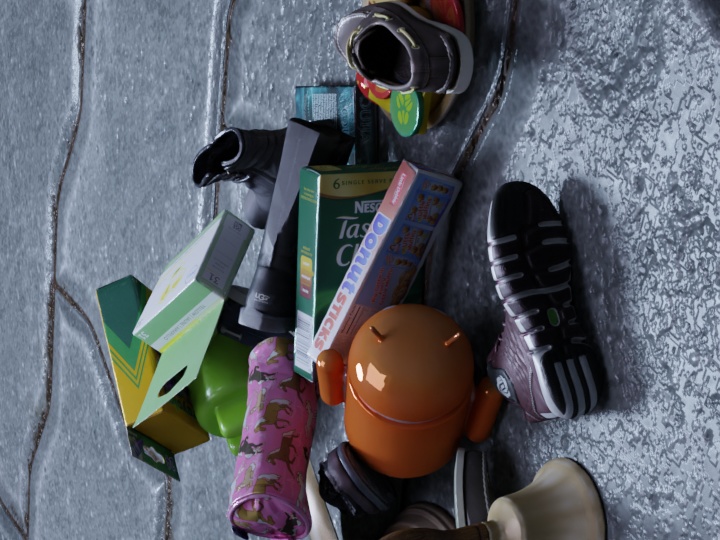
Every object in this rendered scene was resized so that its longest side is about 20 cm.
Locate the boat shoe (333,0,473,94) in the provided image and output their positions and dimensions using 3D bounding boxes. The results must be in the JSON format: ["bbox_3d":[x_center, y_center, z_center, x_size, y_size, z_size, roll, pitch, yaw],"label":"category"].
[{"bbox_3d":[0.024,-0.195,1.474,0.200,0.059,0.073,32,122,56],"label":"boat shoe"}]

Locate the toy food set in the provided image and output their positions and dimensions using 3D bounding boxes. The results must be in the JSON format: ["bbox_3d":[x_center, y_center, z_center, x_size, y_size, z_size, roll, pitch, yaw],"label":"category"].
[{"bbox_3d":[0.044,-0.227,1.544,0.198,0.048,0.202,42,130,52],"label":"toy food set"}]

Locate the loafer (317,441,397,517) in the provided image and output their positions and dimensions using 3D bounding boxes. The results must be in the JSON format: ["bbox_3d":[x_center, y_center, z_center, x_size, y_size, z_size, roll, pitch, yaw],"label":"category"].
[{"bbox_3d":[-0.010,0.210,1.596,0.072,0.063,0.200,58,-177,13],"label":"loafer"}]

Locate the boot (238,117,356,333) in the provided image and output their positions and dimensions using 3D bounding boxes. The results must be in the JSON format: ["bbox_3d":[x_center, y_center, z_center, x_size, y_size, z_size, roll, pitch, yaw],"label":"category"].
[{"bbox_3d":[-0.051,-0.043,1.648,0.165,0.065,0.203,-6,-71,-75],"label":"boot"}]

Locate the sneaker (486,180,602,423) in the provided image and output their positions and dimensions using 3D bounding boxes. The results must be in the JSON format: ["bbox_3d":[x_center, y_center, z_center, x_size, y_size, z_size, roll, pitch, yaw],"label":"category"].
[{"bbox_3d":[0.129,0.035,1.404,0.115,0.075,0.203,-36,64,61],"label":"sneaker"}]

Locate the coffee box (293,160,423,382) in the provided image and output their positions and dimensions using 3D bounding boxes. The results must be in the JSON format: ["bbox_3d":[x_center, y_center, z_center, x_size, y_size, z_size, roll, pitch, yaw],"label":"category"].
[{"bbox_3d":[0.000,0.000,1.587,0.044,0.122,0.203,24,114,59],"label":"coffee box"}]

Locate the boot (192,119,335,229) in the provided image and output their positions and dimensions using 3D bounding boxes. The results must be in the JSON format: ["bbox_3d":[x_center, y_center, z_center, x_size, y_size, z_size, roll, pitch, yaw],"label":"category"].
[{"bbox_3d":[-0.116,-0.100,1.715,0.200,0.130,0.071,-49,53,54],"label":"boot"}]

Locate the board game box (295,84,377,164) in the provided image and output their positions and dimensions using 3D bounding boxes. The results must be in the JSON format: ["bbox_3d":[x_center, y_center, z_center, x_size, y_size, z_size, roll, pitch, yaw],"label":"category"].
[{"bbox_3d":[-0.025,-0.088,1.714,0.135,0.028,0.203,11,103,61],"label":"board game box"}]

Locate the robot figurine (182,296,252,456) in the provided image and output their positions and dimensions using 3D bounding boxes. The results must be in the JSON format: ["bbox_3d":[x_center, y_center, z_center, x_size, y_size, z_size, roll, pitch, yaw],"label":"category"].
[{"bbox_3d":[-0.140,0.103,1.861,0.176,0.114,0.202,69,-179,-56],"label":"robot figurine"}]

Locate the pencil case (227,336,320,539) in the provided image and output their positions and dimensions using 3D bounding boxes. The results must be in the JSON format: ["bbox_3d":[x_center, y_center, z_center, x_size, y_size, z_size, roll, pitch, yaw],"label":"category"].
[{"bbox_3d":[-0.077,0.159,1.598,0.087,0.082,0.202,-48,28,43],"label":"pencil case"}]

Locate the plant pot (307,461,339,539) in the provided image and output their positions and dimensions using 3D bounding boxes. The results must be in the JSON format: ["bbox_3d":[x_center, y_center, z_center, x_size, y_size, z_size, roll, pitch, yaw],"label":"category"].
[{"bbox_3d":[-0.035,0.273,1.698,0.200,0.027,0.202,160,91,-87],"label":"plant pot"}]

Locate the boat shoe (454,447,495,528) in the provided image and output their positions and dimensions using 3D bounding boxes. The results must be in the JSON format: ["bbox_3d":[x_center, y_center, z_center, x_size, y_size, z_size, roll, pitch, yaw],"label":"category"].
[{"bbox_3d":[0.119,0.255,1.474,0.072,0.060,0.204,36,-133,-76],"label":"boat shoe"}]

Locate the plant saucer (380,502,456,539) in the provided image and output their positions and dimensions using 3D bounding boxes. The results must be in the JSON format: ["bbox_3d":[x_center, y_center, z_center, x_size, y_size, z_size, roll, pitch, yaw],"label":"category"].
[{"bbox_3d":[0.062,0.327,1.621,0.199,0.029,0.203,14,106,60],"label":"plant saucer"}]

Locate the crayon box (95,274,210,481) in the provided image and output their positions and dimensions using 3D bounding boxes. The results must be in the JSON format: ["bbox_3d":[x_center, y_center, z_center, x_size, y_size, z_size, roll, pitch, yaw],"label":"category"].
[{"bbox_3d":[-0.227,0.120,1.862,0.126,0.051,0.202,46,-155,-62],"label":"crayon box"}]

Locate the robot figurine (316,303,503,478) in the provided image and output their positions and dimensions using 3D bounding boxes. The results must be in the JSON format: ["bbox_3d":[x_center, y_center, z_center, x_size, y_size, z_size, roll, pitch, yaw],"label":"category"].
[{"bbox_3d":[0.044,0.108,1.503,0.144,0.116,0.201,42,154,24],"label":"robot figurine"}]

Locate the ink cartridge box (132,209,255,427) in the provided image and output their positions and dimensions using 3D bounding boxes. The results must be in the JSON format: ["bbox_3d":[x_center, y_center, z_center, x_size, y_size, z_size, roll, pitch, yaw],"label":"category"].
[{"bbox_3d":[-0.189,0.050,1.752,0.145,0.048,0.201,-38,23,46],"label":"ink cartridge box"}]

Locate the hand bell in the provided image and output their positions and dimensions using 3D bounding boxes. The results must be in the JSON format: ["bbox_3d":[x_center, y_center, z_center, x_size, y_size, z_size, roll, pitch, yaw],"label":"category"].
[{"bbox_3d":[0.090,0.217,1.370,0.104,0.198,0.106,14,106,60],"label":"hand bell"}]

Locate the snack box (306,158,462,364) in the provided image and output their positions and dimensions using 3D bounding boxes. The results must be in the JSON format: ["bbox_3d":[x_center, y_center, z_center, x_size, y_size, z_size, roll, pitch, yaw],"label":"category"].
[{"bbox_3d":[0.022,-0.001,1.525,0.024,0.072,0.202,36,105,37],"label":"snack box"}]

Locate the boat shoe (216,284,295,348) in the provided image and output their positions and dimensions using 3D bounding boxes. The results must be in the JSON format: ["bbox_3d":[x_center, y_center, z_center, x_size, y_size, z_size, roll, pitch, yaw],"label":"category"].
[{"bbox_3d":[-0.071,0.082,1.731,0.199,0.075,0.062,29,101,27],"label":"boat shoe"}]
